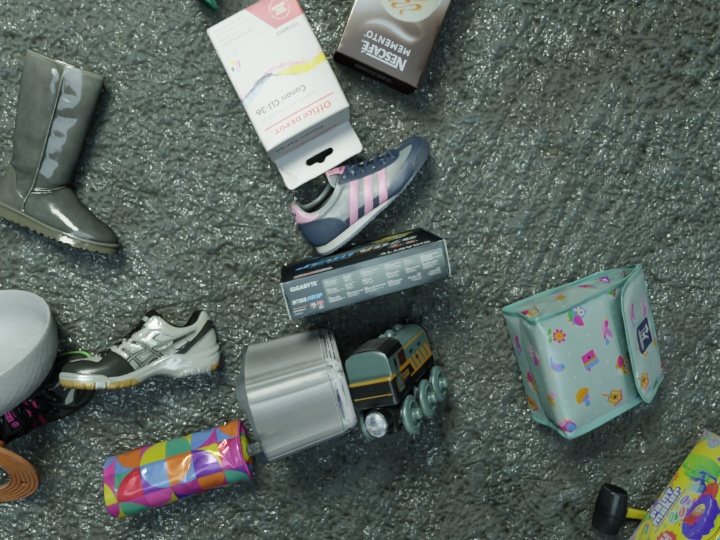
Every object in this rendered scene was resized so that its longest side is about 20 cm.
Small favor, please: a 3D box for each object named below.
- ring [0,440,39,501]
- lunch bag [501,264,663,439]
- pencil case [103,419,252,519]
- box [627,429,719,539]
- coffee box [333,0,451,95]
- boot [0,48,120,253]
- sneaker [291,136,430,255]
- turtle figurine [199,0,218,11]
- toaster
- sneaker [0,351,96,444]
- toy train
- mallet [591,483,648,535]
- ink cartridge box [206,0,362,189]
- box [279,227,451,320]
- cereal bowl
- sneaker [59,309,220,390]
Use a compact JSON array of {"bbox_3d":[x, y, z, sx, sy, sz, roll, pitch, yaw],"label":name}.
[{"bbox_3d":[-0.493,0.237,0.849,0.194,0.020,0.203,1,141,1],"label":"ring"},{"bbox_3d":[0.312,0.100,0.927,0.195,0.122,0.175,-19,98,-12],"label":"lunch bag"},{"bbox_3d":[-0.237,0.259,0.910,0.194,0.088,0.091,-14,100,-2],"label":"pencil case"},{"bbox_3d":[0.522,0.376,0.974,0.192,0.122,0.202,39,86,-16],"label":"box"},{"bbox_3d":[0.053,-0.335,0.847,0.112,0.080,0.205,20,96,-9],"label":"coffee box"},{"bbox_3d":[-0.349,-0.140,0.846,0.178,0.073,0.205,22,89,-11],"label":"boot"},{"bbox_3d":[-0.001,-0.112,0.877,0.200,0.070,0.082,-43,112,0],"label":"sneaker"},{"bbox_3d":[-0.138,-0.407,0.794,0.100,0.150,0.203,34,92,15],"label":"turtle figurine"},{"bbox_3d":[-0.078,0.147,0.847,0.126,0.200,0.117,-17,103,-3],"label":"toaster"},{"bbox_3d":[-0.414,0.173,0.872,0.197,0.084,0.078,-31,102,-1],"label":"sneaker"},{"bbox_3d":[0.049,0.131,0.871,0.083,0.199,0.117,-12,97,26],"label":"toy train"},{"bbox_3d":[0.430,0.374,1.027,0.196,0.041,0.067,21,95,-13],"label":"mallet"},{"bbox_3d":[-0.086,-0.215,0.836,0.114,0.068,0.204,-28,88,-2],"label":"ink cartridge box"},{"bbox_3d":[0.000,0.000,0.854,0.195,0.159,0.047,-15,99,-3],"label":"box"},{"bbox_3d":[-0.449,0.114,0.814,0.194,0.202,0.085,-11,125,-4],"label":"cereal bowl"},{"bbox_3d":[-0.276,0.096,0.871,0.196,0.075,0.090,-8,90,-32],"label":"sneaker"}]
